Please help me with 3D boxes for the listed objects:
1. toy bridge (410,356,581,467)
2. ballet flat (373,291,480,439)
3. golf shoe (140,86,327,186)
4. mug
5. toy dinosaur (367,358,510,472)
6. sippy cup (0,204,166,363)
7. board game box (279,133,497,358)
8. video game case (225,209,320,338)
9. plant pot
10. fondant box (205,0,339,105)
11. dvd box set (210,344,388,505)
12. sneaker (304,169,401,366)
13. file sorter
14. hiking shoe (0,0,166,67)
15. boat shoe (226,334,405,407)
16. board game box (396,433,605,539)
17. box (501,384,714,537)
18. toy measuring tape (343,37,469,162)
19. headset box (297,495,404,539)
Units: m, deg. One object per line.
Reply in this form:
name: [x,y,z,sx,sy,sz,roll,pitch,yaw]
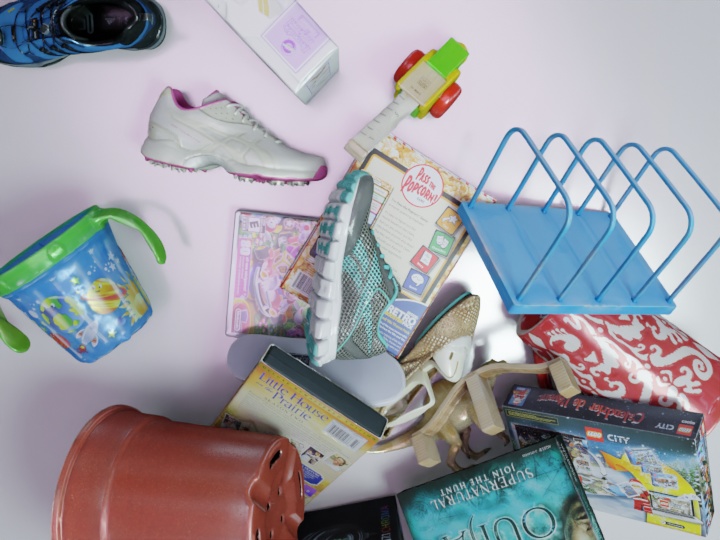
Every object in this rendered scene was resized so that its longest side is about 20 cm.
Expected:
toy bridge: [0.132,0.141,0.817,0.199,0.068,0.027,-33,143,25]
ballet flat: [0.074,0.112,0.852,0.200,0.070,0.065,-47,60,14]
golf shoe: [-0.130,-0.140,0.810,0.199,0.075,0.092,10,96,-3]
mug: [0.264,0.106,0.827,0.200,0.133,0.178,39,96,-3]
toy dinosaur: [0.104,0.179,0.884,0.200,0.058,0.101,-38,81,14]
sippy cup: [-0.295,0.021,0.813,0.177,0.140,0.131,-17,115,41]
board game box: [0.028,-0.031,0.823,0.151,0.046,0.201,31,98,-6]
video game case: [-0.047,0.014,0.863,0.198,0.018,0.144,6,99,-2]
plant pot: [-0.170,0.241,0.786,0.194,0.201,0.202,-1,100,16]
fondant box: [-0.087,-0.233,0.729,0.058,0.200,0.144,-43,98,7]
dvd box set: [-0.078,0.175,0.829,0.146,0.029,0.200,33,134,-5]
sneaker: [0.000,0.000,0.778,0.091,0.078,0.201,6,104,-16]
file sorter: [0.224,-0.048,0.739,0.199,0.139,0.123,2,136,-25]
hiking shoe: [-0.303,-0.253,0.781,0.198,0.087,0.075,-9,100,1]
boat shoe: [-0.046,0.111,0.845,0.199,0.065,0.074,12,68,14]
board game box: [0.147,0.271,0.816,0.199,0.028,0.136,-28,75,26]
box: [0.259,0.197,0.810,0.199,0.038,0.137,4,126,36]
toy measuring tape: [0.046,-0.168,0.786,0.074,0.074,0.200,45,65,-7]
headset box: [-0.046,0.344,0.841,0.199,0.174,0.093,-12,100,3]
